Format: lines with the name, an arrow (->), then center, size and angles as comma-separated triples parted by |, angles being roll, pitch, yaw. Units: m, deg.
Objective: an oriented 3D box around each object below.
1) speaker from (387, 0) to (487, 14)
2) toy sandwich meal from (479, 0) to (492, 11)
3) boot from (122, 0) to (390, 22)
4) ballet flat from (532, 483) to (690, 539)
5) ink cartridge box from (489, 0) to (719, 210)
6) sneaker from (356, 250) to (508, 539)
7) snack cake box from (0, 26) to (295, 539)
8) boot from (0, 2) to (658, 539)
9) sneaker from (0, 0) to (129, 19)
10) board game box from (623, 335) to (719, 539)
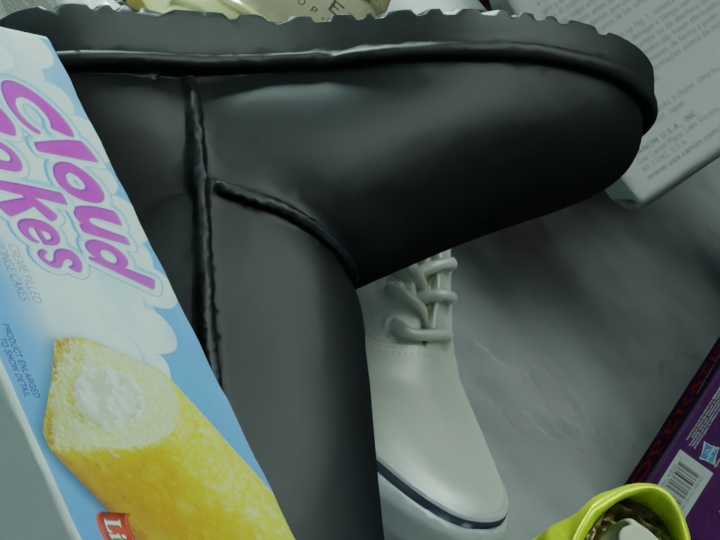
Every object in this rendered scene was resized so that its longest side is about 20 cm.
speaker -> -0.039, -0.133, 0.979 | 0.200, 0.081, 0.081 | 52, 31, 19
toy sandwich meal -> 0.003, -0.178, 1.017 | 0.070, 0.206, 0.206 | -14, 55, -26
boot -> -0.022, -0.136, 0.877 | 0.073, 0.156, 0.200 | 41, -2, -32
ballet flat -> 0.061, 0.123, 0.757 | 0.067, 0.067, 0.200 | 36, 29, -9
ink cartridge box -> 0.104, -0.148, 0.943 | 0.201, 0.162, 0.057 | 56, -5, -2
sneaker -> 0.000, 0.000, 0.850 | 0.073, 0.071, 0.201 | 11, 40, -42
snack cake box -> -0.092, 0.049, 0.627 | 0.067, 0.115, 0.201 | 9, 42, -44
boot -> -0.007, 0.018, 0.732 | 0.199, 0.076, 0.169 | 1, 68, -18
sneaker -> -0.130, -0.089, 0.820 | 0.079, 0.074, 0.200 | -14, 60, -50
board game box -> 0.189, 0.027, 0.931 | 0.120, 0.201, 0.032 | 35, -7, -6
